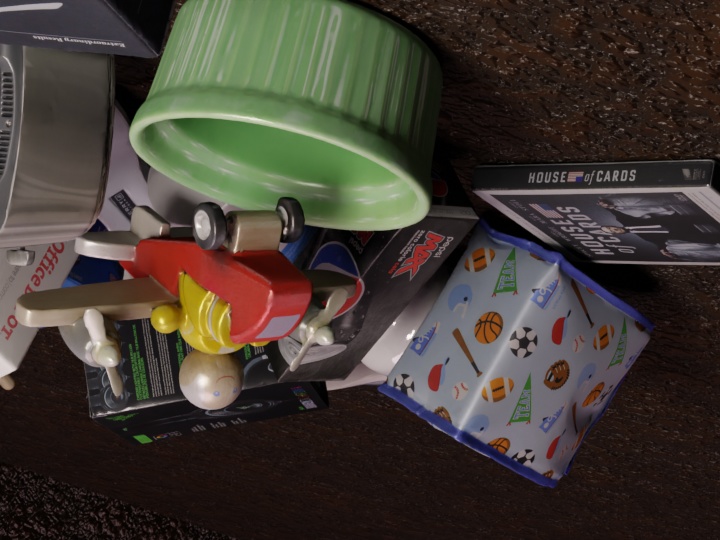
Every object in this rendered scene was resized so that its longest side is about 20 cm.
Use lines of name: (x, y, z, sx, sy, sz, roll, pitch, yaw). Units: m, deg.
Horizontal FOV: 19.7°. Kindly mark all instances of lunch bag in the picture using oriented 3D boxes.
lunch bag: (0.136, 0.074, 1.666, 0.200, 0.170, 0.124, 29, -178, -45)

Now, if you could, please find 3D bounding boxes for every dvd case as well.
dvd case: (0.201, -0.041, 1.507, 0.200, 0.025, 0.150, 0, 159, 39)

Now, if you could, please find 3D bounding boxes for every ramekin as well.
ramekin: (-0.042, -0.106, 1.344, 0.200, 0.098, 0.200, 13, 165, 3)

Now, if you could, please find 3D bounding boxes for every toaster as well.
toaster: (-0.241, -0.104, 1.400, 0.113, 0.200, 0.129, 4, 179, 30)

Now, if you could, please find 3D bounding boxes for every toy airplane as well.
toy airplane: (-0.113, 0.024, 1.411, 0.200, 0.141, 0.199, -3, -177, 10)

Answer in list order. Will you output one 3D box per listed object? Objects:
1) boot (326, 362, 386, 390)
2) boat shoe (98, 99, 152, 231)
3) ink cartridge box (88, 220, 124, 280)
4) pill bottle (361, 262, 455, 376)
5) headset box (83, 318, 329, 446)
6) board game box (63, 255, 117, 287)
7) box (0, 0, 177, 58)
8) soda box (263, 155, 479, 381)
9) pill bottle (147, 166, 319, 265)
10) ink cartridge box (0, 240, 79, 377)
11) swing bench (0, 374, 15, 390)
boot: (0.045, 0.072, 1.996, 0.200, 0.073, 0.090, -8, -178, 36)
boat shoe: (-0.191, -0.084, 1.597, 0.071, 0.070, 0.200, -30, 130, 6)
ink cartridge box: (-0.161, -0.028, 1.776, 0.136, 0.076, 0.200, 14, 163, -3)
pill bottle: (0.067, 0.050, 1.785, 0.200, 0.111, 0.111, 25, 161, -34)
headset box: (-0.139, 0.082, 1.797, 0.200, 0.093, 0.174, -10, 167, 2)
board game box: (-0.308, 0.002, 1.677, 0.152, 0.045, 0.200, -15, 159, 17)
box: (-0.197, -0.205, 1.114, 0.148, 0.105, 0.200, 7, 164, 21)
soda box: (0.000, 0.000, 1.540, 0.071, 0.063, 0.200, 2, 139, -39)
pill bottle: (-0.078, -0.037, 1.597, 0.112, 0.112, 0.200, 6, 163, 27)
ink cartridge box: (-0.309, -0.028, 1.468, 0.084, 0.145, 0.200, -25, 118, 32)
swing bench: (-0.470, 0.027, 2.146, 0.199, 0.130, 0.200, 1, 155, 40)
